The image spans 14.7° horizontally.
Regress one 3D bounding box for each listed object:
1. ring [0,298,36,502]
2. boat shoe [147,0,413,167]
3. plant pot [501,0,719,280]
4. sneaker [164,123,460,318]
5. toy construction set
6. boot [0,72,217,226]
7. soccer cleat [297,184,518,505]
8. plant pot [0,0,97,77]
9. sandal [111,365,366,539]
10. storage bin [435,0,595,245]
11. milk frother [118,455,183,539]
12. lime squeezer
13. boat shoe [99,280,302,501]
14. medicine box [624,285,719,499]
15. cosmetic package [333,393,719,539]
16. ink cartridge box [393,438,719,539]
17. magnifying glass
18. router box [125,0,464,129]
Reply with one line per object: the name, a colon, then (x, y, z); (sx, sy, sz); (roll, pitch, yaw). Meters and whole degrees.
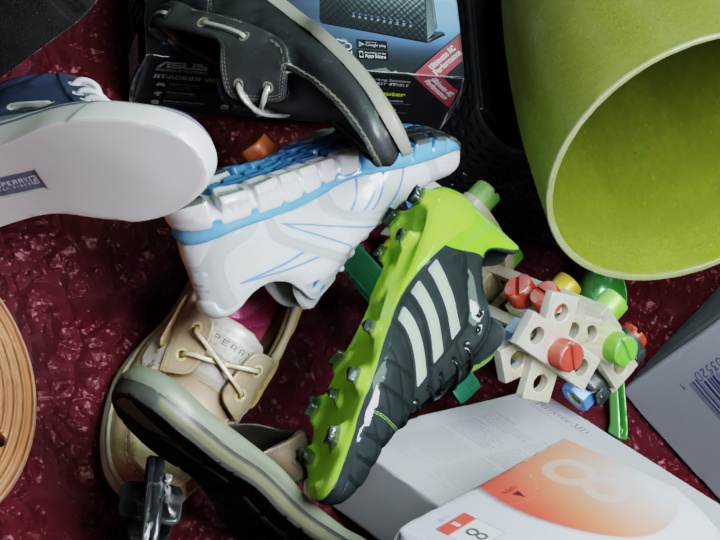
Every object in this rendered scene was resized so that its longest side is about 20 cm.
ring: (-0.264, 0.056, 1.462); (0.200, 0.019, 0.201); (16, 55, -24)
boat shoe: (-0.043, -0.107, 1.542); (0.068, 0.072, 0.200); (-42, 51, -9)
plant pot: (0.159, -0.129, 1.636); (0.187, 0.187, 0.200); (5, 40, -30)
sneaker: (-0.024, -0.027, 1.548); (0.200, 0.075, 0.087); (-20, 109, -35)
toy construction set: (0.092, 0.016, 1.620); (0.092, 0.200, 0.131); (-38, 125, -5)
boot: (-0.150, -0.076, 1.506); (0.090, 0.200, 0.073); (-59, 134, -42)
soccer cleat: (0.030, 0.045, 1.489); (0.081, 0.068, 0.200); (31, 60, -14)
plant pot: (-0.221, -0.216, 1.548); (0.177, 0.200, 0.200); (42, 48, -17)
sandal: (-0.052, 0.101, 1.486); (0.201, 0.080, 0.057); (48, 61, -42)
storage bin: (0.133, -0.097, 1.761); (0.200, 0.094, 0.135); (12, 57, -26)
milk frother: (-0.033, 0.194, 1.423); (0.188, 0.180, 0.200); (16, 61, -21)
lime squeezer: (0.169, -0.003, 1.712); (0.038, 0.200, 0.071); (15, 12, -32)
boat shoe: (-0.082, 0.045, 1.551); (0.074, 0.069, 0.200); (33, 50, -12)
medicine box: (0.292, 0.023, 1.732); (0.103, 0.182, 0.200); (48, 49, 1)
cosmetic package: (0.103, 0.139, 1.554); (0.151, 0.052, 0.200); (-13, 31, -36)
ink cartridge box: (0.137, 0.158, 1.395); (0.200, 0.050, 0.162); (19, 24, 31)
magnifying glass: (0.000, 0.000, 1.615); (0.022, 0.080, 0.200); (-40, 105, -3)
router box: (-0.042, -0.169, 1.681); (0.200, 0.062, 0.150); (3, 60, -15)
